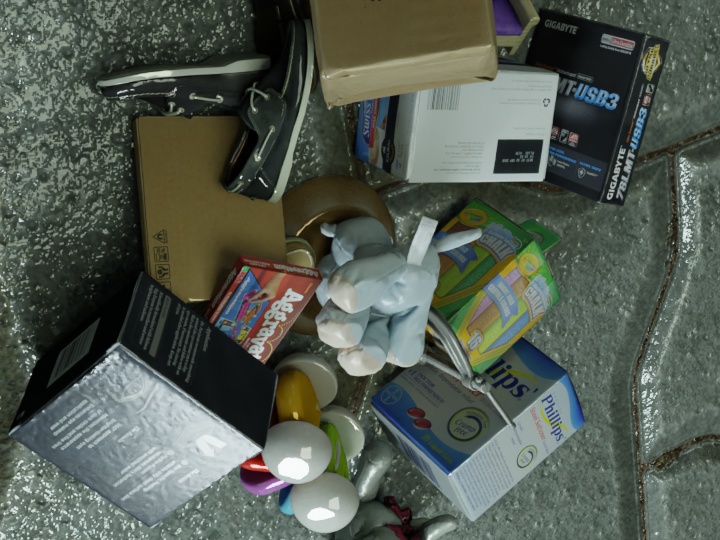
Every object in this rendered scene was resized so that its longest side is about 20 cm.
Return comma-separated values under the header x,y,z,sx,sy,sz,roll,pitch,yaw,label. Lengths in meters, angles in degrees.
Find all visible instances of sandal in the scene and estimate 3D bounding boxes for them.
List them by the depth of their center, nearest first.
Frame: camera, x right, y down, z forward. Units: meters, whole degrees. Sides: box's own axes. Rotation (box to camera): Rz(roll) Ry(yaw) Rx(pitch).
x,y,z,sx,sy,sz,roll,pitch,yaw,label
-0.082,-0.286,1.385,0.054,0.081,0.202,-37,118,-40,sandal

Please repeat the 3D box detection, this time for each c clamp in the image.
x,y,z,sx,sy,sz,roll,pitch,yaw,label
0.094,0.100,1.543,0.027,0.200,0.172,-37,119,-13,c clamp

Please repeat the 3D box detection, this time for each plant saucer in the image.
x,y,z,sx,sy,sz,roll,pitch,yaw,label
-0.035,-0.012,1.527,0.198,0.035,0.203,-11,113,-27,plant saucer

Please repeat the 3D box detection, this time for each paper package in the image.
x,y,z,sx,sy,sz,roll,pitch,yaw,label
0.040,-0.290,1.323,0.188,0.104,0.203,-8,78,1,paper package

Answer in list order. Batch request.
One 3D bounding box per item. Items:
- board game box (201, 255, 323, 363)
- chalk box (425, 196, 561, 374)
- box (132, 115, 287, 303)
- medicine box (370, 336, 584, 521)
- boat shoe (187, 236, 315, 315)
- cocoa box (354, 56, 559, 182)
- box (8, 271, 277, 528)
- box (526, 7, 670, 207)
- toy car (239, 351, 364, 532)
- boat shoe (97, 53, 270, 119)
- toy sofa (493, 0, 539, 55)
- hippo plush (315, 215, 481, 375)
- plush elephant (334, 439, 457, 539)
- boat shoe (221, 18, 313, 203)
x,y,z,sx,sy,sz,roll,pitch,yaw,label
-0.132,0.066,1.400,0.102,0.020,0.201,9,131,-36,board game box
0.161,0.005,1.588,0.200,0.124,0.124,-43,135,-11,chalk box
-0.160,-0.067,1.386,0.161,0.021,0.203,-3,85,-27,box
0.147,0.177,1.611,0.199,0.182,0.104,-38,132,-13,medicine box
-0.131,0.039,1.440,0.199,0.076,0.072,-38,110,-2,boat shoe
0.111,-0.182,1.493,0.198,0.131,0.135,-3,109,-30,cocoa box
-0.227,0.141,1.348,0.196,0.118,0.200,-36,117,30,box
0.266,-0.201,1.539,0.049,0.199,0.201,4,107,-34,box
-0.085,0.214,1.525,0.148,0.176,0.202,-17,123,15,toy car
-0.183,-0.192,1.352,0.198,0.073,0.061,-14,110,-35,boat shoe
0.106,-0.308,1.450,0.198,0.084,0.098,-5,147,-30,toy sofa
0.000,0.000,1.431,0.158,0.161,0.202,10,110,-39,hippo plush
0.053,0.348,1.644,0.153,0.166,0.201,12,131,-20,plush elephant
-0.094,-0.170,1.343,0.067,0.072,0.202,12,110,-18,boat shoe
